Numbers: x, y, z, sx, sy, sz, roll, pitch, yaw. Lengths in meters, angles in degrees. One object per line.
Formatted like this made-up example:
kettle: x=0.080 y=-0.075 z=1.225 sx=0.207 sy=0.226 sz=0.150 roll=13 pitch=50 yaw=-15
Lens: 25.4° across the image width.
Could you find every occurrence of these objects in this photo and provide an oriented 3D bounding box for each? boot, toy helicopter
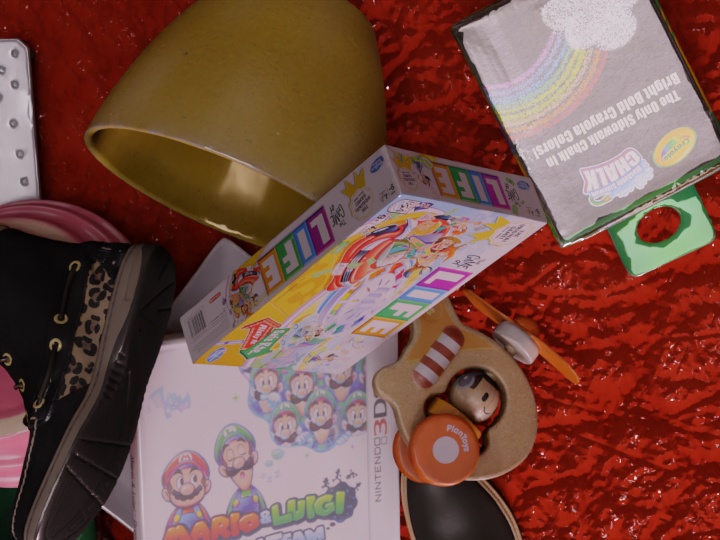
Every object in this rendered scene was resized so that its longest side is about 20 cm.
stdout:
boot: x=0.080 y=0.230 z=1.099 sx=0.077 sy=0.138 sz=0.202 roll=-24 pitch=96 yaw=12
toy helicopter: x=0.063 y=0.043 z=1.090 sx=0.131 sy=0.079 sz=0.202 roll=-22 pitch=88 yaw=-10
boot: x=-0.216 y=0.066 z=1.016 sx=0.152 sy=0.074 sz=0.206 roll=13 pitch=73 yaw=18

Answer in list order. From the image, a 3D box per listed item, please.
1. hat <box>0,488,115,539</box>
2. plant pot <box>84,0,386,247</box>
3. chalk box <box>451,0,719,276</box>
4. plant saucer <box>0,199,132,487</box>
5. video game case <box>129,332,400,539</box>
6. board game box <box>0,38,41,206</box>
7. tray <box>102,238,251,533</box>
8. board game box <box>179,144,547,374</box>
hat: x=-0.212 y=0.202 z=1.200 sx=0.164 sy=0.176 sz=0.202 roll=-17 pitch=63 yaw=28
plant pot: x=-0.062 y=-0.110 z=1.044 sx=0.198 sy=0.200 sz=0.143 roll=20 pitch=78 yaw=4
chalk box: x=0.159 y=-0.099 z=1.032 sx=0.123 sy=0.124 sz=0.201 roll=-26 pitch=97 yaw=12
plant saucer: x=-0.236 y=0.044 z=1.089 sx=0.198 sy=0.051 sz=0.203 roll=-3 pitch=72 yaw=11
video game case: x=-0.063 y=0.127 z=1.105 sx=0.198 sy=0.024 sz=0.184 roll=-6 pitch=102 yaw=-26
board game box: x=-0.325 y=-0.064 z=1.162 sx=0.197 sy=0.026 sz=0.202 roll=-1 pitch=100 yaw=9
tray: x=-0.114 y=0.088 z=1.115 sx=0.107 sy=0.022 sz=0.201 roll=38 pitch=81 yaw=-10
board game box: x=0.000 y=0.000 z=0.988 sx=0.200 sy=0.134 sz=0.035 roll=-38 pitch=60 yaw=35
